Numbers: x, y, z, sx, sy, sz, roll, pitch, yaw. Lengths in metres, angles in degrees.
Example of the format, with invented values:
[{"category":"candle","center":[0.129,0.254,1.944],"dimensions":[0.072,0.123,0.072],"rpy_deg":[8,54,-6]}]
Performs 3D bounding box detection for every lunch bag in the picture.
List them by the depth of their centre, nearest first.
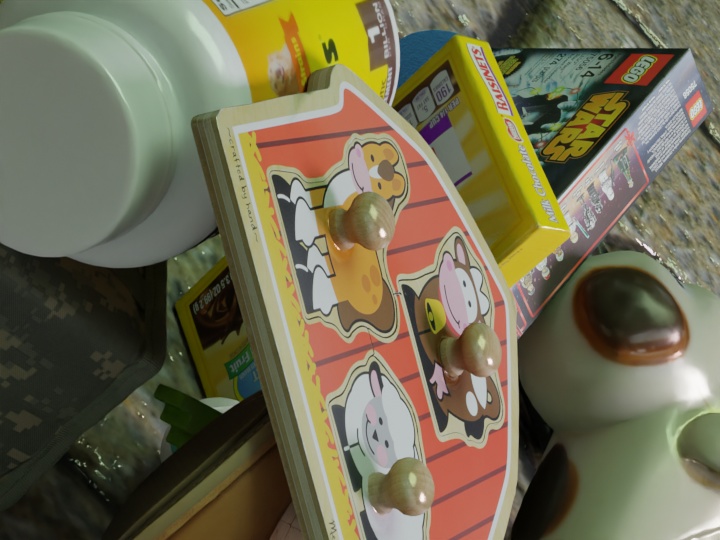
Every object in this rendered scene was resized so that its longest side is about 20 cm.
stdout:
[{"category":"lunch bag","center":[-0.162,-0.034,0.921],"dimensions":[0.164,0.118,0.200],"rpy_deg":[36,26,-25]}]

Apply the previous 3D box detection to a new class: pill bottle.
[{"category":"pill bottle","center":[-0.068,-0.066,0.857],"dimensions":[0.109,0.109,0.200],"rpy_deg":[51,27,3]}]

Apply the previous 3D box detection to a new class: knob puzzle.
[{"category":"knob puzzle","center":[0.022,0.021,0.835],"dimensions":[0.220,0.030,0.220],"rpy_deg":[41,42,-50]}]

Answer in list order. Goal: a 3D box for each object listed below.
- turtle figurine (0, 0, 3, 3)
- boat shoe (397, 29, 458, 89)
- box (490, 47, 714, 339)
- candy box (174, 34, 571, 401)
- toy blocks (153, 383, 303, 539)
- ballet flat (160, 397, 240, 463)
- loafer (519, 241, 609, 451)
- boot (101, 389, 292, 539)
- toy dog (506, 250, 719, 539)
[{"category":"turtle figurine","center":[-0.130,-0.091,1.055],"dimensions":[0.161,0.064,0.200],"rpy_deg":[35,7,-27]},{"category":"boat shoe","center":[0.032,-0.032,1.221],"dimensions":[0.069,0.084,0.201],"rpy_deg":[83,11,-57]},{"category":"box","center":[0.057,-0.034,1.108],"dimensions":[0.200,0.137,0.040],"rpy_deg":[-47,125,-32]},{"category":"candy box","center":[0.000,0.000,1.007],"dimensions":[0.026,0.200,0.102],"rpy_deg":[9,48,-45]},{"category":"toy blocks","center":[-0.019,0.150,0.895],"dimensions":[0.200,0.137,0.100],"rpy_deg":[30,-8,-29]},{"category":"ballet flat","center":[-0.003,0.129,0.986],"dimensions":[0.200,0.069,0.070],"rpy_deg":[37,32,-11]},{"category":"loafer","center":[0.112,0.029,1.265],"dimensions":[0.071,0.073,0.201],"rpy_deg":[30,39,-47]},{"category":"boot","center":[-0.035,0.152,0.802],"dimensions":[0.155,0.200,0.077],"rpy_deg":[37,-1,-7]},{"category":"toy dog","center":[0.121,0.091,1.091],"dimensions":[0.193,0.140,0.201],"rpy_deg":[-1,88,-11]}]
